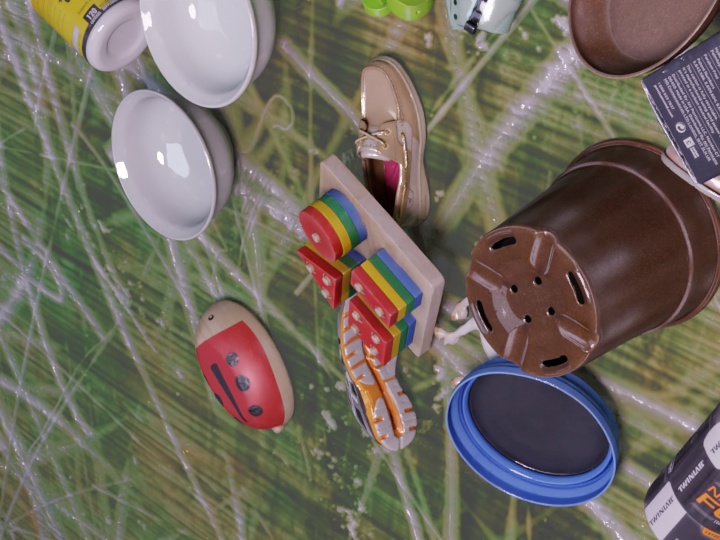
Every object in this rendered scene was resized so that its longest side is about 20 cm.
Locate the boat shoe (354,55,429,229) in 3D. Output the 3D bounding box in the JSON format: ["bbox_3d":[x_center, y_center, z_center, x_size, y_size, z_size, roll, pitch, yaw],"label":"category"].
[{"bbox_3d":[0.030,-0.138,1.492,0.073,0.069,0.202,4,113,43],"label":"boat shoe"}]

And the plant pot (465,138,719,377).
[{"bbox_3d":[0.217,-0.002,1.279,0.199,0.198,0.202,22,125,35],"label":"plant pot"}]

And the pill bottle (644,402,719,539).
[{"bbox_3d":[0.368,0.193,1.295,0.106,0.106,0.201,44,135,20],"label":"pill bottle"}]

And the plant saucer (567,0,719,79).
[{"bbox_3d":[0.264,-0.260,1.166,0.200,0.036,0.202,-30,51,46],"label":"plant saucer"}]

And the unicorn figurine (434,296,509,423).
[{"bbox_3d":[0.147,0.075,1.492,0.137,0.074,0.201,-14,116,47],"label":"unicorn figurine"}]

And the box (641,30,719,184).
[{"bbox_3d":[0.360,-0.173,1.088,0.199,0.147,0.105,-30,88,48],"label":"box"}]

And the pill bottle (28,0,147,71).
[{"bbox_3d":[-0.370,-0.363,1.746,0.200,0.112,0.113,43,134,20],"label":"pill bottle"}]

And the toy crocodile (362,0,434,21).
[{"bbox_3d":[-0.001,-0.337,1.432,0.200,0.062,0.068,44,170,27],"label":"toy crocodile"}]

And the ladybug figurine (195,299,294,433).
[{"bbox_3d":[-0.165,0.138,1.823,0.201,0.072,0.136,57,137,6],"label":"ladybug figurine"}]

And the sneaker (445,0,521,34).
[{"bbox_3d":[0.081,-0.312,1.346,0.200,0.073,0.119,32,123,27],"label":"sneaker"}]

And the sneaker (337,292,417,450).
[{"bbox_3d":[0.007,0.126,1.648,0.077,0.078,0.202,1,105,63],"label":"sneaker"}]

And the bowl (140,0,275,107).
[{"bbox_3d":[-0.165,-0.304,1.577,0.200,0.090,0.203,22,124,37],"label":"bowl"}]

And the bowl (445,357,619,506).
[{"bbox_3d":[0.192,0.177,1.467,0.199,0.039,0.202,17,134,18],"label":"bowl"}]

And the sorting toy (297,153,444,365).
[{"bbox_3d":[0.000,0.000,1.529,0.199,0.069,0.200,49,162,18],"label":"sorting toy"}]

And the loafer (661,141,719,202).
[{"bbox_3d":[0.370,-0.077,1.194,0.199,0.072,0.063,35,118,19],"label":"loafer"}]

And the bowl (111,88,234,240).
[{"bbox_3d":[-0.229,-0.148,1.730,0.200,0.090,0.203,21,123,36],"label":"bowl"}]
